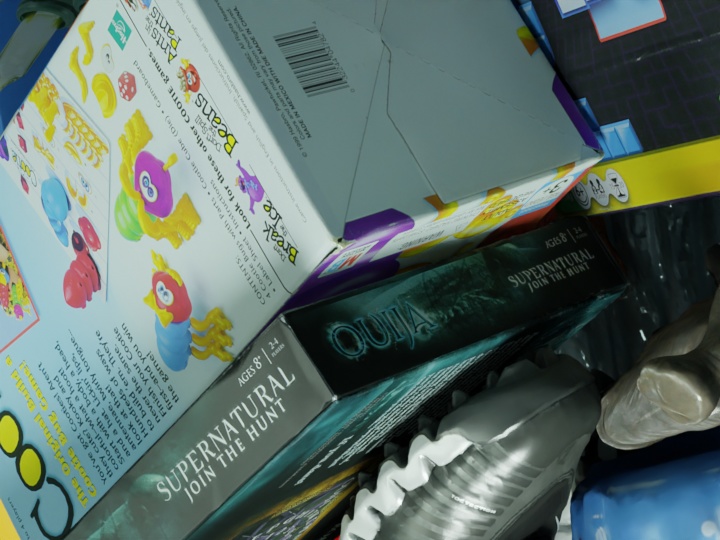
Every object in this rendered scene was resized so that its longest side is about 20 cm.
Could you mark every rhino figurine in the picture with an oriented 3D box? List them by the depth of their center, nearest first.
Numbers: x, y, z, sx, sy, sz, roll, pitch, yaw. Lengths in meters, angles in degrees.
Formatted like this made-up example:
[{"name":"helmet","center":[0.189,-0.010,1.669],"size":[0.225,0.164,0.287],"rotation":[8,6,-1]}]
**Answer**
[{"name":"rhino figurine","center":[0.117,0.014,0.593],"size":[0.060,0.087,0.200],"rotation":[49,156,-6]}]

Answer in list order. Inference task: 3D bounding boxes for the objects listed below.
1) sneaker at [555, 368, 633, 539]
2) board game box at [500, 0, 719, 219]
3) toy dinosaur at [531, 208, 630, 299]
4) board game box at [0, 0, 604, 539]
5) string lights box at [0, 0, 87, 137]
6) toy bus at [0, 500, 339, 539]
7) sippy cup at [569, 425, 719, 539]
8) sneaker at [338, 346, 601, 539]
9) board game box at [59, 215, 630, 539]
[{"name":"sneaker","center":[0.049,0.133,0.752],"size":[0.090,0.078,0.202],"rotation":[-4,91,28]},{"name":"board game box","center":[0.079,-0.104,0.598],"size":[0.166,0.056,0.200],"rotation":[64,160,-5]},{"name":"toy dinosaur","center":[0.037,0.071,0.796],"size":[0.104,0.200,0.183],"rotation":[14,125,29]},{"name":"board game box","center":[-0.040,-0.011,0.689],"size":[0.105,0.102,0.200],"rotation":[60,139,14]},{"name":"string lights box","center":[-0.091,-0.073,0.908],"size":[0.059,0.102,0.201],"rotation":[86,169,-46]},{"name":"toy bus","center":[-0.061,0.082,0.989],"size":[0.192,0.199,0.136],"rotation":[35,149,38]},{"name":"sippy cup","center":[0.120,0.109,0.670],"size":[0.177,0.139,0.132],"rotation":[-14,91,58]},{"name":"sneaker","center":[0.028,0.106,0.676],"size":[0.091,0.066,0.201],"rotation":[48,131,17]},{"name":"board game box","center":[-0.026,0.061,0.678],"size":[0.200,0.135,0.028],"rotation":[-44,74,38]}]
